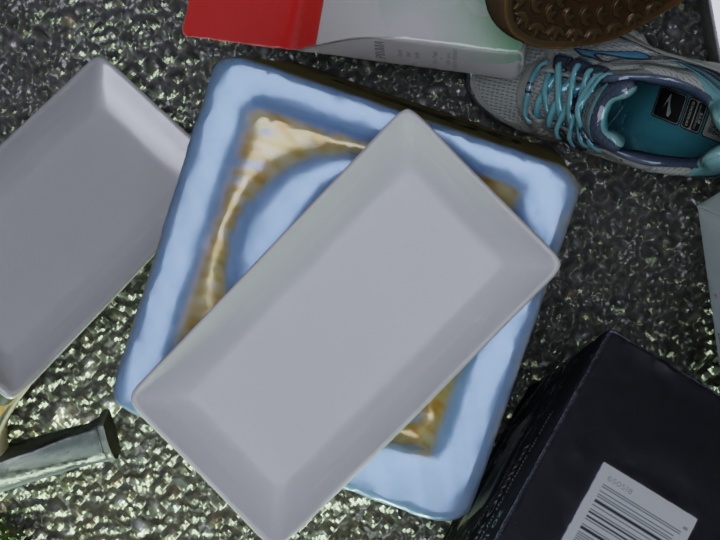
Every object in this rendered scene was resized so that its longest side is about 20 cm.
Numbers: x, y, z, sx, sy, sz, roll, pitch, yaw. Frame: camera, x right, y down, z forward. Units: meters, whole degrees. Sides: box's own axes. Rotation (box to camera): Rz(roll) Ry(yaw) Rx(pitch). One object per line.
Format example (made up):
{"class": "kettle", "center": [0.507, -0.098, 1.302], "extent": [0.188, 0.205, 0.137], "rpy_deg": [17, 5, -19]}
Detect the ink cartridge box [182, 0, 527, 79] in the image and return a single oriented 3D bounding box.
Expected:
{"class": "ink cartridge box", "center": [0.006, -0.201, 0.921], "extent": [0.198, 0.050, 0.162], "rpy_deg": [9, 75, 3]}

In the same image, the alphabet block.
{"class": "alphabet block", "center": [0.000, 0.000, 0.892], "extent": [0.195, 0.200, 0.197], "rpy_deg": [21, 97, 3]}

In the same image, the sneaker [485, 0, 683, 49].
{"class": "sneaker", "center": [0.137, -0.182, 0.887], "extent": [0.199, 0.090, 0.068], "rpy_deg": [-24, 128, -22]}

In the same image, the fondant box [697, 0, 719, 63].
{"class": "fondant box", "center": [0.303, -0.116, 0.919], "extent": [0.198, 0.058, 0.146], "rpy_deg": [-11, 95, 8]}

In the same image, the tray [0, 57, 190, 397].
{"class": "tray", "center": [-0.177, -0.027, 0.938], "extent": [0.107, 0.022, 0.200], "rpy_deg": [43, 59, -4]}

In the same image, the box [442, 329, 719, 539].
{"class": "box", "center": [0.112, 0.158, 0.869], "extent": [0.117, 0.200, 0.198], "rpy_deg": [31, 76, 2]}

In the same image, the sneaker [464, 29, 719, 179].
{"class": "sneaker", "center": [0.139, -0.098, 0.898], "extent": [0.199, 0.086, 0.078], "rpy_deg": [15, 108, 32]}

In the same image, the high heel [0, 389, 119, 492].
{"class": "high heel", "center": [-0.243, 0.044, 0.986], "extent": [0.141, 0.071, 0.202], "rpy_deg": [-15, 99, 6]}

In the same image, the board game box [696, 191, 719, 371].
{"class": "board game box", "center": [0.265, 0.026, 0.867], "extent": [0.147, 0.064, 0.201], "rpy_deg": [-29, 124, -23]}

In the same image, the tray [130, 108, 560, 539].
{"class": "tray", "center": [-0.009, 0.029, 0.784], "extent": [0.107, 0.022, 0.200], "rpy_deg": [45, 98, -1]}
